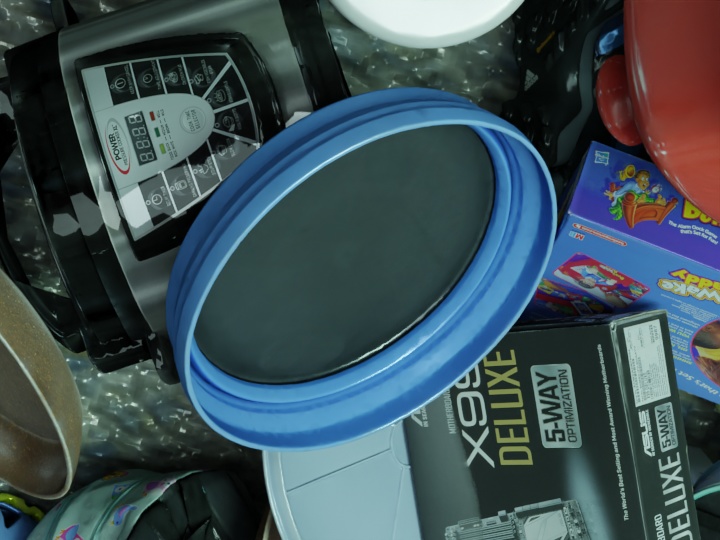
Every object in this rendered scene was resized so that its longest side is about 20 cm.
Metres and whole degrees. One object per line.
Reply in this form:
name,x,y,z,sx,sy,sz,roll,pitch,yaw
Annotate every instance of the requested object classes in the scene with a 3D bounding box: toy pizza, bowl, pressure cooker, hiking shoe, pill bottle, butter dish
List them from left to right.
pressure cooker,-0.094,-0.049,0.926,0.199,0.176,0.179,-17,125,1
bowl,0.000,0.000,0.854,0.199,0.039,0.201,-21,140,-19
toy pizza,0.015,0.096,0.996,0.199,0.032,0.202,7,80,-44
pill bottle,0.022,-0.179,0.885,0.112,0.200,0.114,-1,105,-5
hiking shoe,0.129,-0.118,0.990,0.086,0.074,0.201,12,100,-37
butter dish,0.177,-0.093,0.828,0.147,0.200,0.201,-11,66,35

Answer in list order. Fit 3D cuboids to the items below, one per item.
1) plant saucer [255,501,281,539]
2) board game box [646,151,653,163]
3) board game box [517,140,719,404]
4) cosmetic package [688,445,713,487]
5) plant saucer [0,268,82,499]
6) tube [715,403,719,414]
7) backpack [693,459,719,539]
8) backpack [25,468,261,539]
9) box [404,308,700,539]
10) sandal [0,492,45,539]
plant saucer,-0.002,0.191,1.010,0.036,0.200,0.201,-16,110,36
board game box,0.255,-0.071,0.971,0.199,0.047,0.151,-19,147,0
board game box,0.187,0.018,0.931,0.199,0.135,0.045,21,64,0
cosmetic package,0.134,0.197,1.063,0.101,0.071,0.201,15,104,-10
plant saucer,-0.212,0.034,0.949,0.034,0.200,0.201,-43,107,-29
tube,0.265,0.011,1.001,0.052,0.058,0.201,31,121,7
backpack,0.251,0.182,0.957,0.198,0.153,0.177,10,108,15
backpack,-0.104,0.210,1.004,0.126,0.167,0.201,-9,106,35
box,0.100,0.125,0.943,0.050,0.157,0.202,-12,94,-43
sandal,-0.241,0.146,1.013,0.200,0.087,0.080,40,98,-15
